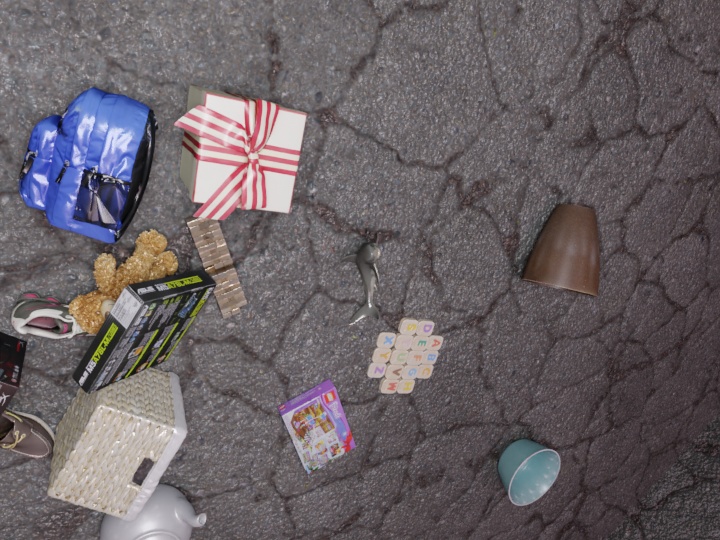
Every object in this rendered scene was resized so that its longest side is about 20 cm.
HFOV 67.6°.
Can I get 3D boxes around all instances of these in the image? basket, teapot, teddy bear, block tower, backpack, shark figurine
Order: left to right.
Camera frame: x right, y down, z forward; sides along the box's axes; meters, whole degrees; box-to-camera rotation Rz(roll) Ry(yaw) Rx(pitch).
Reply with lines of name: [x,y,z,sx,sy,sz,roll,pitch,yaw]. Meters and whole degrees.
backpack: [-0.395,-0.168,0.797,0.166,0.162,0.203,18,103,-29]
basket: [-0.429,0.288,0.954,0.160,0.200,0.200,29,97,-32]
teddy bear: [-0.382,0.024,0.899,0.200,0.066,0.147,-44,146,-47]
teapot: [-0.435,0.555,1.098,0.194,0.146,0.203,6,109,-29]
block tower: [-0.266,-0.015,0.996,0.053,0.058,0.203,-22,122,-18]
shark figurine: [-0.001,0.005,1.149,0.088,0.129,0.217,1,132,-1]

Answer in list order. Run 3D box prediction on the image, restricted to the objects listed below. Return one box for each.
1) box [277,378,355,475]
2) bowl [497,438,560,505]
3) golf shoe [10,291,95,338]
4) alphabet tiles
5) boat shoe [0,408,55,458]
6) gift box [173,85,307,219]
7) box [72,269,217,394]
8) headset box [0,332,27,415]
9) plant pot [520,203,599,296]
box: [-0.099,0.369,1.260,0.135,0.039,0.203,-25,120,-16]
bowl: [0.497,0.598,1.637,0.198,0.105,0.204,-11,115,-24]
golf shoe: [-0.477,0.089,0.910,0.197,0.088,0.079,4,108,-31]
alphabet tiles: [0.113,0.212,1.320,0.193,0.015,0.203,8,107,-31]
boat shoe: [-0.617,0.274,0.930,0.072,0.059,0.201,-40,124,-8]
gift box: [-0.208,-0.191,0.871,0.197,0.186,0.188,-2,112,-28]
box: [-0.355,0.096,0.902,0.047,0.193,0.201,40,109,8]
headset box: [-0.628,0.133,0.811,0.199,0.149,0.078,35,93,-34]
plant pot: [0.514,-0.055,1.334,0.184,0.186,0.204,13,91,-31]
